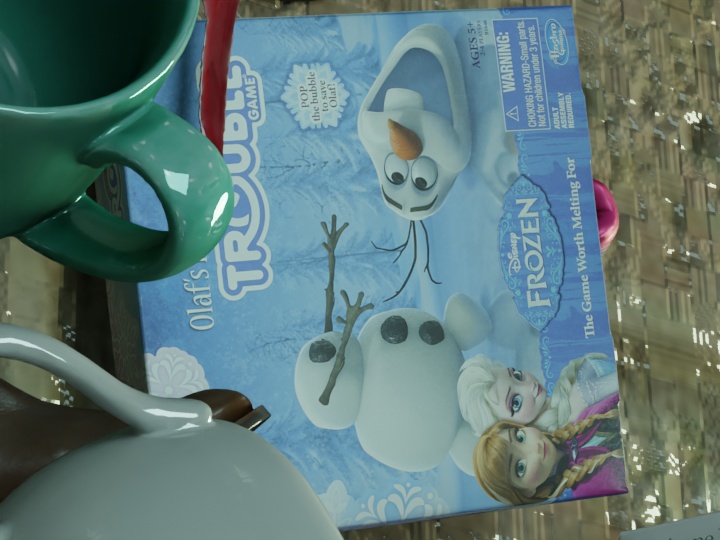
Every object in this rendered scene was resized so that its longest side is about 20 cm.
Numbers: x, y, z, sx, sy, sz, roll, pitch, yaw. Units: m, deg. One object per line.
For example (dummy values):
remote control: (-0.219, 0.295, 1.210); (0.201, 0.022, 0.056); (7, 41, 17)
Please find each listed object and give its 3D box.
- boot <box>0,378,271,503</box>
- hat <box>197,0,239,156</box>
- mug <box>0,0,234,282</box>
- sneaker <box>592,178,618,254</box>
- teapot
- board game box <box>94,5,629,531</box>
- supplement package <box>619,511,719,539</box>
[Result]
boot: (-0.149, 0.006, 0.881); (0.186, 0.064, 0.200); (-21, 79, -26)
hat: (-0.024, -0.182, 0.951); (0.176, 0.200, 0.166); (54, 7, -13)
mug: (-0.139, -0.071, 0.827); (0.152, 0.114, 0.185); (0, 60, -31)
sneaker: (0.017, -0.035, 1.047); (0.200, 0.075, 0.081); (9, 65, -35)
teapot: (-0.080, 0.143, 0.766); (0.146, 0.198, 0.200); (-16, 57, -22)
board game box: (0.000, 0.000, 0.976); (0.199, 0.043, 0.200); (-5, 86, -22)
supplement package: (0.186, 0.206, 1.023); (0.120, 0.121, 0.200); (32, 50, -46)
